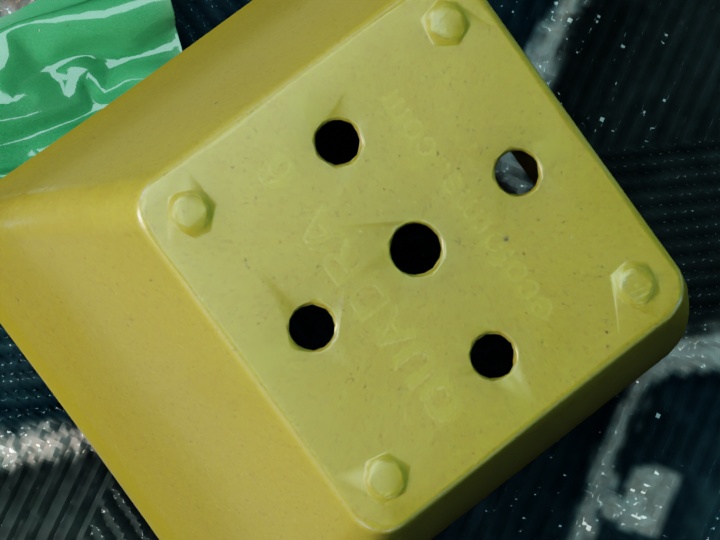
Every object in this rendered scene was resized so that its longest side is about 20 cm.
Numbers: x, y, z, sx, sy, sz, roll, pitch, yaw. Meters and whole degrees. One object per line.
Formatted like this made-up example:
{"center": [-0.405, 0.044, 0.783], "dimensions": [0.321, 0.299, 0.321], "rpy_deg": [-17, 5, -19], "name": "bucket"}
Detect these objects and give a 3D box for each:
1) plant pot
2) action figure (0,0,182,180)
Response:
{"center": [0.000, 0.000, 1.006], "dimensions": [0.200, 0.176, 0.200], "rpy_deg": [-37, 94, -14], "name": "plant pot"}
{"center": [-0.159, -0.043, 1.099], "dimensions": [0.200, 0.055, 0.118], "rpy_deg": [-15, 76, -7], "name": "action figure"}
